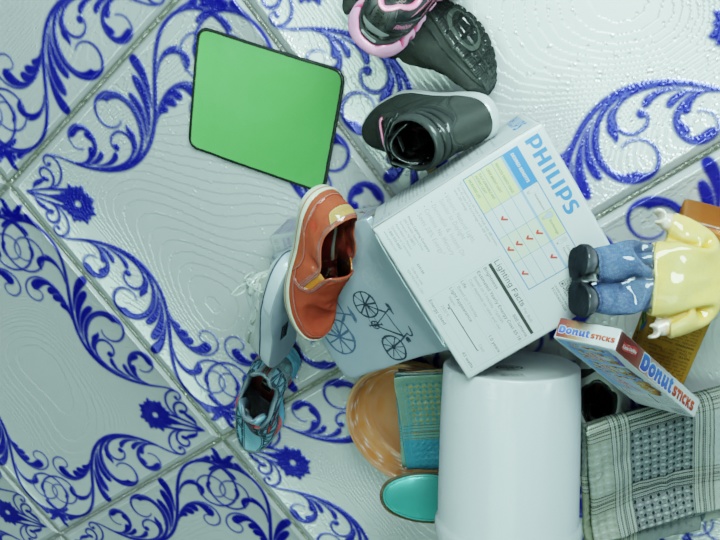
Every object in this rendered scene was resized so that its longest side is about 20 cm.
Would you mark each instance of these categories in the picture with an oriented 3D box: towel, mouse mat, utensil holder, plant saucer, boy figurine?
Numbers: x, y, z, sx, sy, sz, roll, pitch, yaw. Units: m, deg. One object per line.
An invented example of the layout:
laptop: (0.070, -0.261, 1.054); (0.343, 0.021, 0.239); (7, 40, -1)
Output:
towel: (0.355, 0.244, 0.981); (0.190, 0.035, 0.202); (-13, 116, -8)
towel: (0.145, 0.188, 1.056); (0.197, 0.022, 0.148); (-3, 111, 4)
mouse mat: (-0.121, -0.196, 1.019); (0.198, 0.008, 0.162); (21, 121, 13)
utensil holder: (0.171, 0.206, 0.951); (0.168, 0.170, 0.203); (2, 97, 21)
plant saucer: (0.077, 0.206, 1.126); (0.198, 0.037, 0.202); (9, 118, 17)
boy figurine: (0.305, 0.002, 0.800); (0.197, 0.064, 0.126); (-3, 89, -6)

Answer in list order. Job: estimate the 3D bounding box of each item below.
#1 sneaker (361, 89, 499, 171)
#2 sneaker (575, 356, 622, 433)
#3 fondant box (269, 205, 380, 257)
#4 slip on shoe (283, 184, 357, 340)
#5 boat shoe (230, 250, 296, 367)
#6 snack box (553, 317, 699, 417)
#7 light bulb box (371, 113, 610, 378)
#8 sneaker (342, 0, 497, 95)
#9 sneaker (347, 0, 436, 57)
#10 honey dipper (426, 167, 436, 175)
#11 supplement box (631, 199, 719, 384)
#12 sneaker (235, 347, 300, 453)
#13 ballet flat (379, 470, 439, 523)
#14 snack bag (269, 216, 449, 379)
sneaker: (0.044, -0.149, 0.887); (0.199, 0.099, 0.071); (6, 118, 50)
sneaker: (0.283, 0.188, 1.008); (0.073, 0.080, 0.202); (2, 118, 19)
fondant box: (0.000, 0.000, 1.040); (0.198, 0.058, 0.146); (-7, 112, 24)
slip on shoe: (-0.041, 0.003, 0.923); (0.061, 0.074, 0.202); (37, 134, 34)
boat shoe: (-0.117, 0.033, 1.018); (0.086, 0.075, 0.203); (37, 146, 17)
snack box: (0.282, 0.104, 0.864); (0.072, 0.025, 0.199); (11, 162, 48)
light bulb box: (0.147, -0.030, 0.891); (0.199, 0.125, 0.199); (-31, 102, 11)
sneaker: (0.063, -0.254, 0.885); (0.200, 0.076, 0.091); (46, 133, 3)
sneaker: (0.065, -0.298, 0.789); (0.079, 0.201, 0.095); (34, 168, 1)
honey dipper: (0.098, -0.072, 0.980); (0.038, 0.038, 0.202); (-7, 108, 25)
supplement box: (0.352, 0.030, 0.905); (0.068, 0.067, 0.202); (16, 120, 14)
sneaker: (-0.152, 0.192, 1.178); (0.079, 0.096, 0.202); (23, 122, 10)
ballet flat: (0.125, 0.289, 1.083); (0.198, 0.072, 0.069); (-8, 83, 2)
snack bag: (-0.003, 0.034, 0.985); (0.199, 0.021, 0.190); (-23, 103, 46)
